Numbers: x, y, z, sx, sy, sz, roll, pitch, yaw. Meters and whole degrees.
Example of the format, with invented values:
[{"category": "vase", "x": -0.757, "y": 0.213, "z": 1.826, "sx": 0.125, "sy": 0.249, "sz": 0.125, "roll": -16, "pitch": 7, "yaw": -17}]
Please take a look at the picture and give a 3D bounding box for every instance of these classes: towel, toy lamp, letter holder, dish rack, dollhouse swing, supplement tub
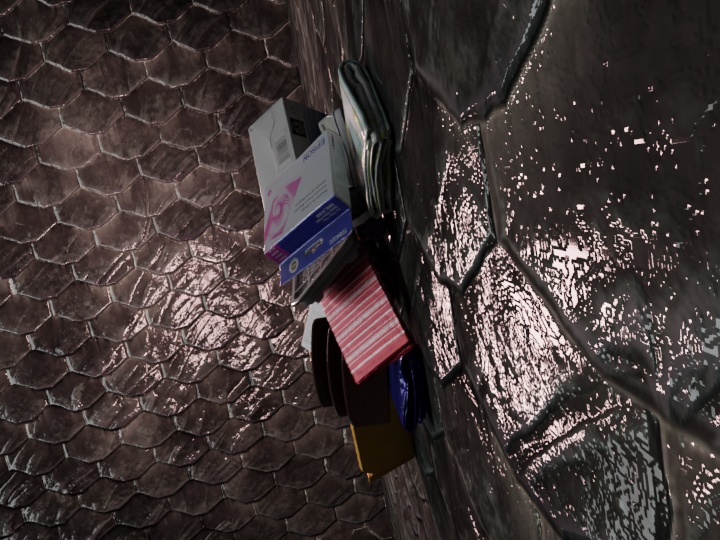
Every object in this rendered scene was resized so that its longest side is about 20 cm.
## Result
[{"category": "towel", "x": 0.079, "y": 0.181, "z": 0.951, "sx": 0.200, "sy": 0.049, "sz": 0.149, "roll": -117, "pitch": 23, "yaw": -73}, {"category": "toy lamp", "x": 0.013, "y": -0.084, "z": 0.983, "sx": 0.200, "sy": 0.058, "sz": 0.059, "roll": -132, "pitch": 31, "yaw": -80}, {"category": "letter holder", "x": -0.023, "y": 0.196, "z": 1.016, "sx": 0.101, "sy": 0.141, "sz": 0.202, "roll": -120, "pitch": 26, "yaw": -72}, {"category": "dish rack", "x": -0.061, "y": -0.024, "z": 0.952, "sx": 0.043, "sy": 0.172, "sz": 0.200, "roll": 34, "pitch": -165, "yaw": -19}, {"category": "towel", "x": 0.007, "y": -0.207, "z": 0.817, "sx": 0.172, "sy": 0.048, "sz": 0.201, "roll": 86, "pitch": 171, "yaw": -52}, {"category": "towel", "x": 0.004, "y": 0.079, "z": 0.893, "sx": 0.022, "sy": 0.145, "sz": 0.201, "roll": 8, "pitch": -133, "yaw": -48}, {"category": "dollhouse swing", "x": 0.031, "y": 0.344, "z": 1.233, "sx": 0.176, "sy": 0.181, "sz": 0.202, "roll": 26, "pitch": 132, "yaw": 57}, {"category": "supplement tub", "x": 0.000, "y": 0.000, "z": 1.036, "sx": 0.200, "sy": 0.106, "sz": 0.108, "roll": -111, "pitch": 10, "yaw": -59}]

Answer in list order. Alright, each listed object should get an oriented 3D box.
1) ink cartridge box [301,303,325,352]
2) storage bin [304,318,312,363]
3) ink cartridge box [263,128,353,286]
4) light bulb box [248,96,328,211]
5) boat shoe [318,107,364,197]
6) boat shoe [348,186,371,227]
[{"category": "ink cartridge box", "x": -0.038, "y": 0.124, "z": 1.141, "sx": 0.199, "sy": 0.040, "sz": 0.202, "roll": 29, "pitch": 117, "yaw": 34}, {"category": "storage bin", "x": -0.039, "y": 0.196, "z": 1.400, "sx": 0.199, "sy": 0.198, "sz": 0.094, "roll": -113, "pitch": 11, "yaw": -65}, {"category": "ink cartridge box", "x": -0.097, "y": -0.106, "z": 0.874, "sx": 0.196, "sy": 0.043, "sz": 0.201, "roll": -35, "pitch": 48, "yaw": 36}, {"category": "light bulb box", "x": -0.109, "y": -0.224, "z": 1.089, "sx": 0.199, "sy": 0.124, "sz": 0.200, "roll": 4, "pitch": -113, "yaw": -48}, {"category": "boat shoe", "x": -0.032, "y": -0.204, "z": 0.973, "sx": 0.071, "sy": 0.069, "sz": 0.202, "roll": 2, "pitch": -112, "yaw": -69}, {"category": "boat shoe", "x": -0.043, "y": -0.123, "z": 0.923, "sx": 0.200, "sy": 0.075, "sz": 0.061, "roll": 14, "pitch": 137, "yaw": 59}]
